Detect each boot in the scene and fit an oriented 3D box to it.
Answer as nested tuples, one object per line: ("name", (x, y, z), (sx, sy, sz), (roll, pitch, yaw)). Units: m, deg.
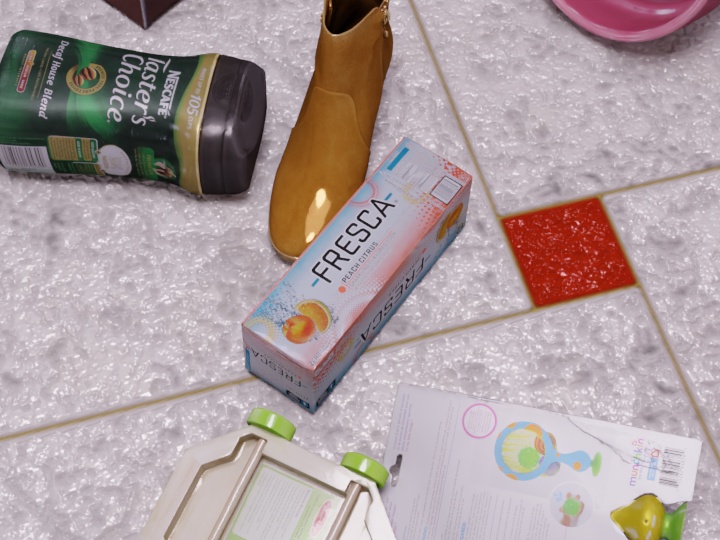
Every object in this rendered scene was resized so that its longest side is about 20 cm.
("boot", (-0.023, -0.120, 0.962), (0.070, 0.144, 0.202), (14, 59, 8))

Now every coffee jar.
("coffee jar", (-0.172, -0.118, 0.990), (0.199, 0.085, 0.105), (7, 59, 2))

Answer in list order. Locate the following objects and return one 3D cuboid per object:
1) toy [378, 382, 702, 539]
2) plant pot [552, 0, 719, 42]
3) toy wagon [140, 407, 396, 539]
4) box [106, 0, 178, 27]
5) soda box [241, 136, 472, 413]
("toy", (0.112, 0.149, 0.850), (0.199, 0.047, 0.116), (9, 78, 20))
("plant pot", (0.257, -0.310, 1.071), (0.200, 0.200, 0.179), (41, 50, 21))
("toy wagon", (-0.038, 0.185, 0.826), (0.199, 0.040, 0.156), (23, 71, 12))
("box", (-0.174, -0.350, 1.085), (0.166, 0.164, 0.200), (36, 64, 18))
("soda box", (0.000, 0.000, 0.933), (0.063, 0.069, 0.200), (32, 62, 17))
